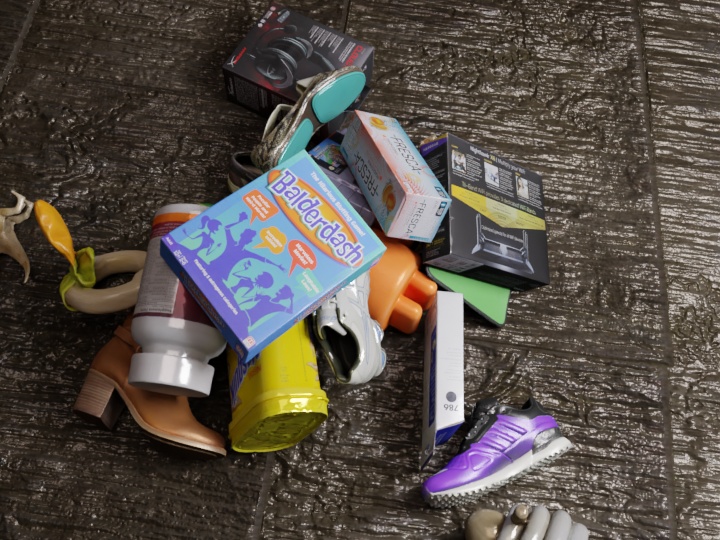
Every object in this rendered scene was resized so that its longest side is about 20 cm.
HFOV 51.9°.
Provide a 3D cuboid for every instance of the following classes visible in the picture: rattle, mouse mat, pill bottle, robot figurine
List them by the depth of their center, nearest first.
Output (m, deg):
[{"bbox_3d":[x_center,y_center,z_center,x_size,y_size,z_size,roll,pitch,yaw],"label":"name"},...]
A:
[{"bbox_3d":[-0.199,0.036,0.844,0.108,0.110,0.203,7,73,-1],"label":"pill bottle"},{"bbox_3d":[-0.279,-0.027,0.917,0.197,0.130,0.145,-2,103,11],"label":"rattle"},{"bbox_3d":[-0.001,0.001,0.950,0.198,0.116,0.145,32,106,11],"label":"robot figurine"},{"bbox_3d":[0.159,-0.044,0.992,0.160,0.007,0.202,34,57,-31],"label":"mouse mat"}]

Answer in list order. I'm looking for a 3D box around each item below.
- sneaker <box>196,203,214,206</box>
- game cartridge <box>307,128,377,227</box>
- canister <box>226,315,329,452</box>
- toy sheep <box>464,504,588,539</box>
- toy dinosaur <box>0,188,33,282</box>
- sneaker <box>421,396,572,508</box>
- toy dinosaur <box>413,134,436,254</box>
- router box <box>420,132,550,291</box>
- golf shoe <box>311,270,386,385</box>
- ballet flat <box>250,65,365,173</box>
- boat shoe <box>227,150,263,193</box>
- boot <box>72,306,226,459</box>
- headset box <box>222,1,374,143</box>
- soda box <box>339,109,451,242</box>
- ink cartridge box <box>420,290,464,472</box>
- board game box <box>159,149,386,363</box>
[{"bbox_3d":[-0.148,-0.052,0.964,0.198,0.075,0.083,11,21,41],"label":"sneaker"},{"bbox_3d":[-0.007,-0.132,1.001,0.129,0.039,0.200,31,33,4],"label":"game cartridge"},{"bbox_3d":[-0.109,0.096,0.882,0.085,0.149,0.203,5,59,-28],"label":"canister"},{"bbox_3d":[0.203,0.324,0.804,0.198,0.139,0.139,28,65,19],"label":"toy sheep"},{"bbox_3d":[-0.479,-0.056,0.985,0.198,0.058,0.102,27,80,17],"label":"toy dinosaur"},{"bbox_3d":[0.149,0.211,0.892,0.197,0.070,0.100,-17,65,-21],"label":"sneaker"},{"bbox_3d":[0.108,-0.089,1.045,0.104,0.061,0.203,3,72,10],"label":"toy dinosaur"},{"bbox_3d":[0.164,-0.070,0.963,0.198,0.052,0.160,15,68,-38],"label":"router box"},{"bbox_3d":[-0.026,0.035,0.853,0.077,0.097,0.203,-21,90,18],"label":"golf shoe"},{"bbox_3d":[-0.079,-0.213,0.999,0.075,0.068,0.201,31,74,27],"label":"ballet flat"},{"bbox_3d":[-0.089,-0.125,1.031,0.196,0.065,0.074,4,63,-4],"label":"boat shoe"},{"bbox_3d":[-0.231,0.134,0.902,0.197,0.077,0.157,16,60,12],"label":"boot"},{"bbox_3d":[-0.082,-0.290,1.104,0.198,0.078,0.150,27,66,10],"label":"headset box"},{"bbox_3d":[0.038,-0.122,0.925,0.067,0.064,0.201,7,37,-27],"label":"soda box"},{"bbox_3d":[0.100,0.137,0.903,0.039,0.100,0.203,6,65,-3],"label":"ink cartridge box"},{"bbox_3d":[-0.092,-0.021,0.805,0.199,0.045,0.152,-37,81,-27],"label":"board game box"}]
